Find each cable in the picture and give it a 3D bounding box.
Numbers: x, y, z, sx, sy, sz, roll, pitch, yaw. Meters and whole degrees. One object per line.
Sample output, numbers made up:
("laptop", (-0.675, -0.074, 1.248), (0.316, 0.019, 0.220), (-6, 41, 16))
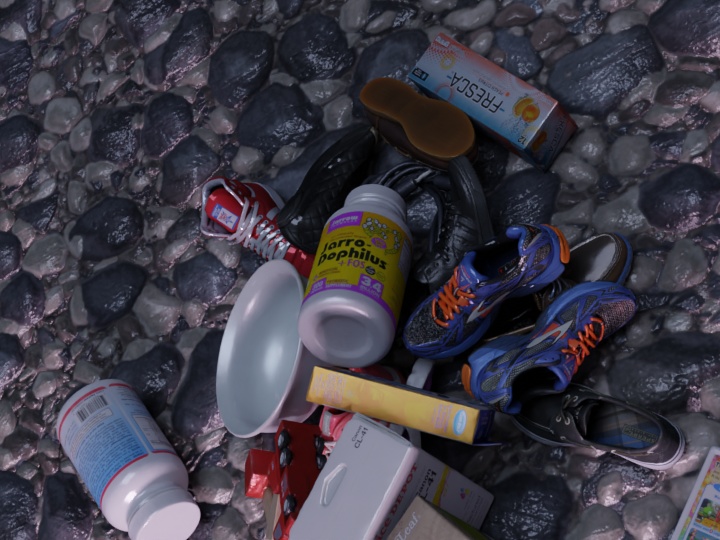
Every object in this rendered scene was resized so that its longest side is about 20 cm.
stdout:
("cable", (0.037, -0.034, 1.800), (0.162, 0.051, 0.201), (29, 86, 37))

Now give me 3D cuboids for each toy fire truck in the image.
("toy fire truck", (-0.079, 0.239, 1.674), (0.201, 0.048, 0.142), (-100, 26, -49))

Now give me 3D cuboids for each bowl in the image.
("bowl", (-0.078, 0.096, 1.767), (0.201, 0.089, 0.204), (-36, 45, 47))

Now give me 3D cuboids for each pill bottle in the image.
("pill bottle", (-0.267, 0.229, 1.832), (0.109, 0.109, 0.200), (-45, 54, 6))
("pill bottle", (0.000, 0.000, 1.692), (0.103, 0.105, 0.201), (-14, 39, 25))

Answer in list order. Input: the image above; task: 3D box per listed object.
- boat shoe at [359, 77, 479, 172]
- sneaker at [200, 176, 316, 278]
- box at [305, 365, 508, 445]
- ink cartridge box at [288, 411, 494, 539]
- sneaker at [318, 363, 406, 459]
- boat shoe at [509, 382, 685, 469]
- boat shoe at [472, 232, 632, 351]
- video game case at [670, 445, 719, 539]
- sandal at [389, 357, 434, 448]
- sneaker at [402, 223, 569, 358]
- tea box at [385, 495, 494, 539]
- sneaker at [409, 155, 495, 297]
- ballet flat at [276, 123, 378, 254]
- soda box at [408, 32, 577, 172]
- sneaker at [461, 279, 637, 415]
("boat shoe", (0.075, -0.158, 1.808), (0.070, 0.071, 0.200), (-35, 41, -11))
("sneaker", (-0.115, -0.043, 1.849), (0.200, 0.112, 0.072), (44, 112, 39))
("box", (0.054, 0.138, 1.598), (0.197, 0.119, 0.042), (12, 88, 13))
("ink cartridge box", (0.035, 0.250, 1.582), (0.085, 0.200, 0.149), (23, 81, 35))
("sneaker", (-0.028, 0.185, 1.719), (0.073, 0.087, 0.202), (22, 82, 37))
("boat shoe", (0.232, 0.149, 1.596), (0.198, 0.057, 0.069), (12, 76, 34))
("boat shoe", (0.200, 0.028, 1.659), (0.200, 0.072, 0.072), (-43, 54, 8))
("video game case", (0.381, 0.282, 1.469), (0.198, 0.024, 0.184), (20, 80, 37))
("sandal", (0.051, 0.190, 1.684), (0.049, 0.083, 0.205), (17, 78, 8))
("sneaker", (0.116, 0.014, 1.616), (0.200, 0.078, 0.076), (-42, 55, 16))
("tea box", (0.080, 0.353, 1.511), (0.133, 0.196, 0.201), (35, 89, 37))
("sneaker", (0.098, -0.014, 1.706), (0.103, 0.060, 0.202), (-17, 93, -3))
("ballet flat", (-0.033, -0.099, 1.847), (0.066, 0.057, 0.201), (-17, 31, 51))
("soda box", (0.149, -0.192, 1.794), (0.199, 0.063, 0.069), (38, 90, 38))
("sneaker", (0.203, 0.085, 1.609), (0.199, 0.076, 0.079), (-35, 39, -3))
